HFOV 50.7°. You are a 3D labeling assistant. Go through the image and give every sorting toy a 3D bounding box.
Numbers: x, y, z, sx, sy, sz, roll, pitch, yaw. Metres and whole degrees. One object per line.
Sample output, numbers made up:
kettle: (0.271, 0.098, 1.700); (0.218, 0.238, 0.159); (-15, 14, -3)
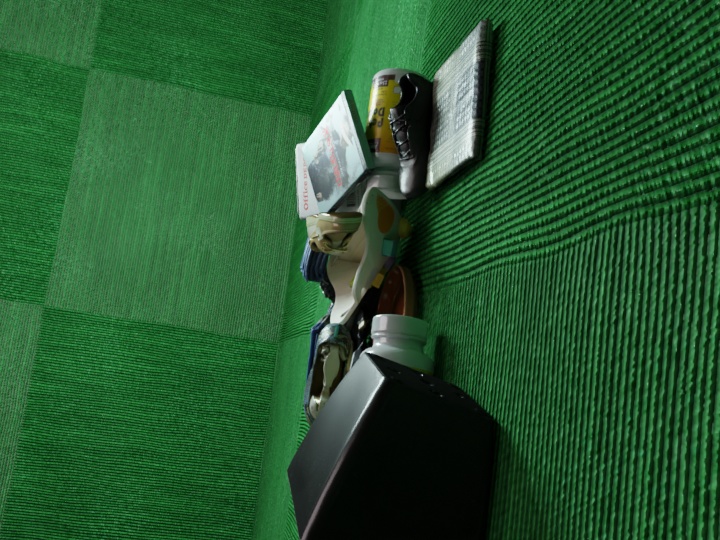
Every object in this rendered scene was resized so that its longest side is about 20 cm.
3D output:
sorting toy: (0.000, 0.000, 1.283); (0.201, 0.105, 0.183); (-57, 8, 52)

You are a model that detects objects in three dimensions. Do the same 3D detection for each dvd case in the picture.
dvd case: (-0.043, -0.199, 1.338); (0.199, 0.022, 0.150); (-38, 65, 56)

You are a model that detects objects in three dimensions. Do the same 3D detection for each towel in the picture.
towel: (-0.064, 0.142, 1.455); (0.200, 0.023, 0.151); (-50, -30, -66)
towel: (-0.083, -0.040, 1.440); (0.200, 0.047, 0.115); (-131, 56, -85)
towel: (0.143, -0.229, 1.094); (0.200, 0.034, 0.199); (156, 120, -75)

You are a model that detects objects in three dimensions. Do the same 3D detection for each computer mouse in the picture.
computer mouse: (0.006, 0.155, 1.279); (0.202, 0.045, 0.143); (-76, -6, -56)

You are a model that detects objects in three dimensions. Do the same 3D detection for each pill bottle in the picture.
pill bottle: (0.046, 0.170, 1.044); (0.111, 0.108, 0.206); (137, 142, -72)
pill bottle: (0.060, -0.231, 1.303); (0.109, 0.106, 0.206); (156, 123, -77)

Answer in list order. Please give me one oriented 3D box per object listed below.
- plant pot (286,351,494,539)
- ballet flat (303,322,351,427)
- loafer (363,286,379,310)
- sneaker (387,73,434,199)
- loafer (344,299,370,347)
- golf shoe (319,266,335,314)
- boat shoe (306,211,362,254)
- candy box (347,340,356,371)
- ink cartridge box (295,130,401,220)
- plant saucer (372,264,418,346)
plant pot: (0.044, 0.209, 0.858); (0.200, 0.195, 0.182); (-150, 81, -78)
ballet flat: (-0.057, 0.188, 1.245); (0.074, 0.072, 0.206); (-113, 28, -70)
loafer: (0.009, -0.015, 1.496); (0.072, 0.071, 0.206); (145, 134, -81)
sneaker: (0.078, -0.214, 1.201); (0.075, 0.090, 0.206); (-9, 71, 43)
loafer: (-0.002, 0.105, 1.425); (0.201, 0.062, 0.073); (103, -168, -62)
golf shoe: (-0.033, 0.032, 1.584); (0.203, 0.076, 0.095); (90, -156, -50)
boat shoe: (-0.042, -0.060, 1.244); (0.200, 0.072, 0.069); (-177, 86, -75)
candy box: (-0.026, 0.247, 1.386); (0.117, 0.054, 0.204); (69, -162, -51)
ink cartridge box: (-0.025, -0.175, 1.436); (0.196, 0.082, 0.151); (-1, 91, 38)
plant saucer: (0.058, 0.094, 1.248); (0.200, 0.031, 0.206); (-171, 89, -80)
